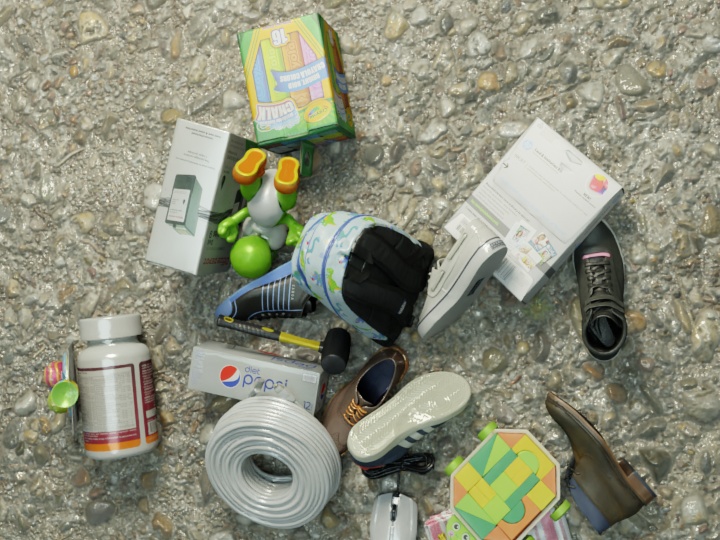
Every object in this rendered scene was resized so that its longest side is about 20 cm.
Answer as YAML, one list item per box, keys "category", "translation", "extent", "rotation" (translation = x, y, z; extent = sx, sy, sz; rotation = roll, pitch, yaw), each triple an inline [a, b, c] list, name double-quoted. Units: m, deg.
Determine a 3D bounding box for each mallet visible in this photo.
- category: "mallet"
  translation: [-0.109, 0.102, 1.196]
  extent: [0.196, 0.066, 0.042]
  rotation: [10, 128, -10]

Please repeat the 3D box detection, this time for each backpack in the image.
- category: "backpack"
  translation: [0.000, 0.000, 1.131]
  extent: [0.152, 0.200, 0.166]
  rotation: [25, 90, 20]

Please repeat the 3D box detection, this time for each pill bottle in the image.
- category: "pill bottle"
  translation: [-0.364, 0.170, 1.253]
  extent: [0.107, 0.109, 0.205]
  rotation: [-5, 90, 11]

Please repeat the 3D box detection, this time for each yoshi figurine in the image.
- category: "yoshi figurine"
  translation: [-0.138, -0.061, 1.161]
  extent: [0.110, 0.202, 0.113]
  rotation: [-22, 59, -26]

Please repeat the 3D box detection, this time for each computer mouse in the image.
- category: "computer mouse"
  translation: [0.051, 0.363, 1.213]
  extent: [0.107, 0.044, 0.205]
  rotation: [2, 92, 10]

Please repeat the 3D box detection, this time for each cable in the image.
- category: "cable"
  translation: [-0.124, 0.275, 1.197]
  extent: [0.199, 0.069, 0.200]
  rotation: [39, 120, -6]

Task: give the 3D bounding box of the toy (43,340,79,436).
- category: "toy"
  translation: [-0.436, 0.169, 1.223]
  extent: [0.046, 0.199, 0.118]
  rotation: [-4, 90, -20]

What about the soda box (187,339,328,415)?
- category: "soda box"
  translation: [-0.148, 0.155, 1.232]
  extent: [0.196, 0.068, 0.065]
  rotation: [11, 95, 11]

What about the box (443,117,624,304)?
- category: "box"
  translation: [0.234, -0.082, 1.151]
  extent: [0.156, 0.041, 0.201]
  rotation: [44, 100, 22]

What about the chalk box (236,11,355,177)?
- category: "chalk box"
  translation: [-0.083, -0.236, 1.183]
  extent: [0.121, 0.125, 0.204]
  rotation: [-11, 91, 11]

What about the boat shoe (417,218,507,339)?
- category: "boat shoe"
  translation: [0.125, 0.013, 1.150]
  extent: [0.066, 0.071, 0.201]
  rotation: [52, 138, 23]

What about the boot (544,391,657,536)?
- category: "boot"
  translation: [0.302, 0.265, 1.148]
  extent: [0.097, 0.075, 0.200]
  rotation: [-44, 86, 6]

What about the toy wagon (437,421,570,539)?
- category: "toy wagon"
  translation: [0.186, 0.318, 1.164]
  extent: [0.200, 0.040, 0.155]
  rotation: [-45, 71, 0]

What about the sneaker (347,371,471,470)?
- category: "sneaker"
  translation: [0.068, 0.216, 1.193]
  extent: [0.197, 0.085, 0.075]
  rotation: [-25, 58, -16]

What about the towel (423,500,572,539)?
- category: "towel"
  translation: [0.203, 0.396, 1.192]
  extent: [0.197, 0.030, 0.149]
  rotation: [-20, 88, 10]

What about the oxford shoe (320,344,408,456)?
- category: "oxford shoe"
  translation: [-0.008, 0.193, 1.204]
  extent: [0.071, 0.073, 0.202]
  rotation: [35, 98, 7]

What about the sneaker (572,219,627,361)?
- category: "sneaker"
  translation: [0.324, 0.024, 1.125]
  extent: [0.069, 0.099, 0.205]
  rotation: [-5, 89, 12]

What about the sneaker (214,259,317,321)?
- category: "sneaker"
  translation: [-0.117, 0.043, 1.224]
  extent: [0.198, 0.070, 0.079]
  rotation: [-30, 81, 10]

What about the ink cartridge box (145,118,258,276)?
- category: "ink cartridge box"
  translation: [-0.223, -0.100, 1.202]
  extent: [0.082, 0.146, 0.204]
  rotation: [15, 95, 9]
